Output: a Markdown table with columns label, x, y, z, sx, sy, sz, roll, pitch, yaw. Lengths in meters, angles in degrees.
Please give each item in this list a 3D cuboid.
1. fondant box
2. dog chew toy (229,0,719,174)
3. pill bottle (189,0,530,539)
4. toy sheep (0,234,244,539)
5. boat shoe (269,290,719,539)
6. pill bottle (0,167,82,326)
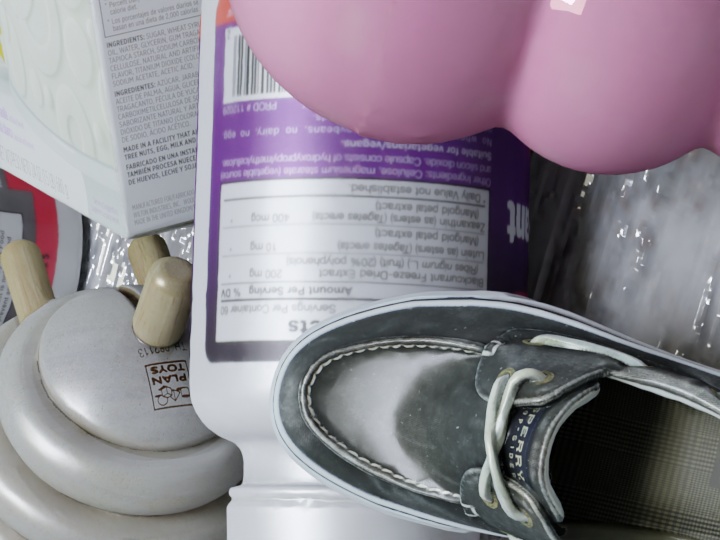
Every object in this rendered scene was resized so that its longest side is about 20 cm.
| label | x | y | z | sx | sy | sz | roll | pitch | yaw |
| --- | --- | --- | --- | --- | --- | --- | --- | --- | --- |
| fondant box | -0.101 | -0.126 | 1.019 | 0.144 | 0.058 | 0.201 | 26 | 126 | 61 |
| dog chew toy | 0.065 | -0.085 | 0.802 | 0.125 | 0.199 | 0.125 | 16 | -90 | -89 |
| pill bottle | 0.000 | 0.000 | 0.912 | 0.111 | 0.111 | 0.201 | -4 | 82 | 50 |
| toy sheep | -0.091 | 0.065 | 0.998 | 0.138 | 0.137 | 0.201 | 61 | 151 | 35 |
| boat shoe | 0.062 | 0.046 | 0.798 | 0.199 | 0.071 | 0.073 | 7 | 92 | 19 |
| pill bottle | -0.219 | -0.016 | 1.106 | 0.110 | 0.199 | 0.111 | -8 | 79 | 48 |
